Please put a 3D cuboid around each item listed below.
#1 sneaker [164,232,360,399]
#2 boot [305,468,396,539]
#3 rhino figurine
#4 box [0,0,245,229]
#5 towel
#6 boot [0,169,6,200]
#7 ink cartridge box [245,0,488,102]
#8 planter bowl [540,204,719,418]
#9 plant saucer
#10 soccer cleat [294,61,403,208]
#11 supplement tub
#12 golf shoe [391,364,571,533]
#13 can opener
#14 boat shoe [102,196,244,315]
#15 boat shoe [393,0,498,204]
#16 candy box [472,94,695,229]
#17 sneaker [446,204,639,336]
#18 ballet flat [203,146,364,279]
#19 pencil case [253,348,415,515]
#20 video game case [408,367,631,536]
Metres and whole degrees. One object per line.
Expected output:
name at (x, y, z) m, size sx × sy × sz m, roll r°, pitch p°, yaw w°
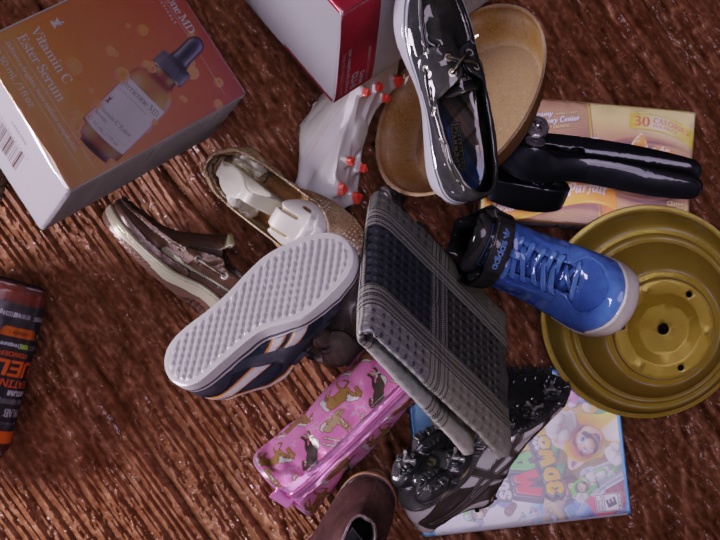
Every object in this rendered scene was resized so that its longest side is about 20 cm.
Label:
sneaker at (-0.076, 0.043, 1.379) m, size 0.199 × 0.079 × 0.079 m, roll -34°, pitch 57°, yaw 13°
boot at (-0.030, 0.275, 1.382) m, size 0.072 × 0.166 × 0.201 m, roll 24°, pitch 101°, yaw 2°
rhino figurine at (0.000, 0.000, 1.451) m, size 0.060 × 0.087 × 0.201 m, roll 25°, pitch 85°, yaw 41°
box at (-0.233, -0.159, 1.396) m, size 0.199 × 0.106 × 0.153 m, roll -34°, pitch 89°, yaw -31°
towel at (0.064, 0.051, 1.375) m, size 0.034 × 0.193 × 0.200 m, roll -32°, pitch 122°, yaw 26°
boot at (-0.417, -0.136, 1.454) m, size 0.165 × 0.072 × 0.202 m, roll -3°, pitch 89°, yaw 11°
ink cartridge box at (0.015, -0.283, 1.390) m, size 0.199 × 0.145 × 0.146 m, roll -34°, pitch 71°, yaw -18°
planter bowl at (0.266, 0.046, 1.415) m, size 0.198 × 0.083 × 0.202 m, roll 0°, pitch 100°, yaw 0°
plant saucer at (0.098, -0.148, 1.423) m, size 0.035 × 0.200 × 0.201 m, roll 34°, pitch 87°, yaw -36°
soccer cleat at (-0.017, -0.151, 1.462) m, size 0.077 × 0.069 × 0.202 m, roll 11°, pitch 77°, yaw 32°
supplement tub at (-0.357, 0.101, 1.422) m, size 0.106 × 0.107 × 0.202 m, roll 14°, pitch 88°, yaw -1°
golf shoe at (0.111, 0.163, 1.437) m, size 0.199 × 0.095 × 0.078 m, roll -31°, pitch 47°, yaw -22°
can opener at (0.211, -0.096, 1.416) m, size 0.198 × 0.079 × 0.064 m, roll 3°, pitch 46°, yaw 1°
boat shoe at (-0.144, -0.008, 1.448) m, size 0.202 × 0.075 × 0.075 m, roll 41°, pitch 94°, yaw -11°
boat shoe at (0.079, -0.154, 1.300) m, size 0.068 × 0.057 × 0.202 m, roll -16°, pitch 101°, yaw -24°
candy box at (0.208, -0.097, 1.469) m, size 0.198 × 0.055 × 0.117 m, roll 5°, pitch 88°, yaw -1°
sneaker at (0.150, -0.002, 1.377) m, size 0.111 × 0.200 × 0.077 m, roll 18°, pitch 97°, yaw -31°
ballet flat at (-0.073, -0.051, 1.411) m, size 0.199 × 0.065 × 0.071 m, roll 33°, pitch 104°, yaw 34°
pencil case at (-0.007, 0.134, 1.431) m, size 0.200 × 0.086 × 0.083 m, roll -44°, pitch 65°, yaw 4°
video game case at (0.149, 0.168, 1.475) m, size 0.198 × 0.018 × 0.145 m, roll -6°, pitch 88°, yaw -2°
